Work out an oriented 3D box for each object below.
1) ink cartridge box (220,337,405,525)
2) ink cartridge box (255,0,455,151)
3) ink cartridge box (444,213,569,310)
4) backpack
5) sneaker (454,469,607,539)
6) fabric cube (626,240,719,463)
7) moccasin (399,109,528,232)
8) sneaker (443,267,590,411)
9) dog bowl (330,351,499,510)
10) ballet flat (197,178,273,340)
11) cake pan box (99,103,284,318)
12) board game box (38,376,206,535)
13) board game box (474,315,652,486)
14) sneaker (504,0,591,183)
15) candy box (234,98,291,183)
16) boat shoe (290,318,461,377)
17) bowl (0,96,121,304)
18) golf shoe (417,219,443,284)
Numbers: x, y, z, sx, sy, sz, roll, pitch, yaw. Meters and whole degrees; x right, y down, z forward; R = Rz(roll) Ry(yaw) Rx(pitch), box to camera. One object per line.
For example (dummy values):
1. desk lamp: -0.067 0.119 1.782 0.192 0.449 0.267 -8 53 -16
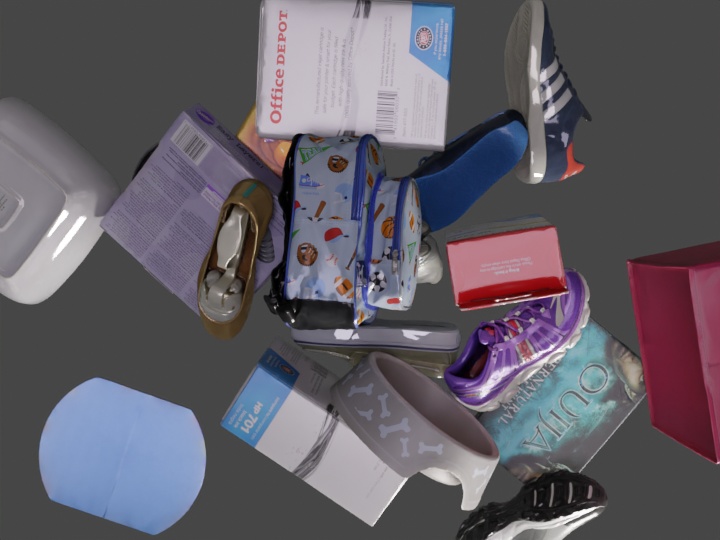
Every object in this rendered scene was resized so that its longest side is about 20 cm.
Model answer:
1. ink cartridge box: -0.042 0.174 1.101 0.199 0.146 0.086 35 98 -1
2. ink cartridge box: -0.004 -0.206 1.035 0.197 0.086 0.149 4 97 4
3. ink cartridge box: 0.150 -0.011 1.046 0.115 0.200 0.068 -10 97 5
4. backpack: -0.014 -0.039 0.971 0.152 0.200 0.193 -4 87 2
5. sneaker: 0.203 0.294 1.132 0.199 0.074 0.079 -35 109 33
6. fabric cube: 0.415 0.068 1.029 0.197 0.196 0.203 -10 94 -1
7. moccasin: 0.110 -0.105 1.099 0.199 0.069 0.081 -29 114 30
8. sneaker: 0.175 0.075 1.101 0.200 0.081 0.083 -48 129 8
9. dog bowl: 0.063 0.162 1.042 0.199 0.200 0.059 38 100 -1
10. ballet flat: -0.146 -0.003 1.063 0.068 0.063 0.202 19 116 8
11. cake pan box: -0.175 -0.058 1.111 0.200 0.052 0.184 41 114 -3
12. board game box: -0.283 0.219 1.188 0.198 0.039 0.160 19 93 -4
13. board game box: 0.234 0.156 1.148 0.135 0.028 0.201 38 98 -1
14. sneaker: 0.212 -0.198 1.091 0.083 0.075 0.203 -2 93 -15
15. candy box: -0.049 -0.192 1.111 0.116 0.056 0.201 31 97 0
16. boat shoe: 0.017 0.090 1.134 0.197 0.072 0.063 4 98 1
17. bowl: -0.406 -0.077 1.141 0.199 0.075 0.200 40 99 -1
18. golf shoe: 0.000 0.000 1.122 0.198 0.097 0.079 -4 55 27
